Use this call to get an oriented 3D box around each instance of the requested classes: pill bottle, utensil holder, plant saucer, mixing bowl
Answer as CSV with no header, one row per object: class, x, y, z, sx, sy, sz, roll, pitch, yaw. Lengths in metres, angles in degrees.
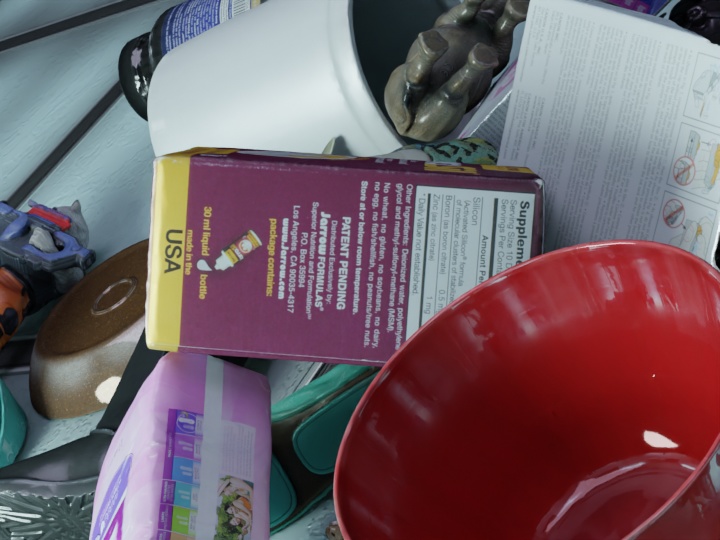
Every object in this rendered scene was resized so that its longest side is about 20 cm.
pill bottle,-0.120,-0.200,1.520,0.199,0.112,0.112,-15,31,33
utensil holder,-0.032,-0.122,1.221,0.199,0.170,0.170,-19,30,35
plant saucer,-0.180,0.031,1.281,0.200,0.037,0.201,-27,27,15
mixing bowl,0.100,0.094,0.745,0.199,0.109,0.201,-26,33,18

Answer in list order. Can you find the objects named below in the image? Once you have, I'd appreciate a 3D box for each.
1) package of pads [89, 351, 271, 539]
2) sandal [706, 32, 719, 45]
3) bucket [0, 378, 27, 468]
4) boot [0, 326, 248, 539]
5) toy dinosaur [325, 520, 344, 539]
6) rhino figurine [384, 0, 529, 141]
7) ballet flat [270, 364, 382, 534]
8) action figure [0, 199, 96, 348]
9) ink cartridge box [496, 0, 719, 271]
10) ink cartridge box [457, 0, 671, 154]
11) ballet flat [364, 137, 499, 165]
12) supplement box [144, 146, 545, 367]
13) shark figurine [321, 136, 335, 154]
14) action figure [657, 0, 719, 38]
package of pads,-0.094,0.151,0.836,0.201,0.075,0.121,-92,21,-48
sandal,0.148,-0.081,1.003,0.200,0.045,0.075,-43,31,43
bucket,-0.354,0.113,1.230,0.206,0.135,0.208,-28,26,15
boot,-0.158,0.087,1.107,0.164,0.066,0.201,-6,43,25
toy dinosaur,0.075,0.093,0.868,0.199,0.060,0.107,-26,59,7
rhino figurine,0.075,-0.154,1.140,0.088,0.060,0.200,-57,-4,41
ballet flat,-0.038,0.105,0.969,0.199,0.068,0.070,-29,2,11
action figure,-0.314,0.004,1.415,0.200,0.105,0.193,31,60,35
ink cartridge box,0.157,-0.053,0.913,0.057,0.163,0.200,-3,20,-44
ink cartridge box,0.144,-0.153,1.080,0.200,0.043,0.196,-48,3,25
ballet flat,-0.009,-0.025,0.987,0.200,0.074,0.074,-37,25,3
supplement box,-0.006,-0.009,0.895,0.199,0.104,0.131,4,5,1
shark figurine,0.010,-0.010,1.087,0.129,0.089,0.214,-70,20,2
action figure,0.226,-0.127,1.041,0.130,0.069,0.200,-37,21,12
